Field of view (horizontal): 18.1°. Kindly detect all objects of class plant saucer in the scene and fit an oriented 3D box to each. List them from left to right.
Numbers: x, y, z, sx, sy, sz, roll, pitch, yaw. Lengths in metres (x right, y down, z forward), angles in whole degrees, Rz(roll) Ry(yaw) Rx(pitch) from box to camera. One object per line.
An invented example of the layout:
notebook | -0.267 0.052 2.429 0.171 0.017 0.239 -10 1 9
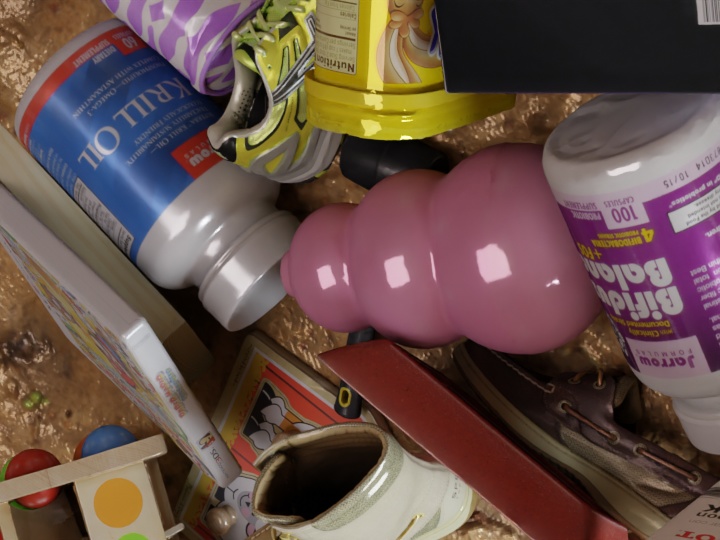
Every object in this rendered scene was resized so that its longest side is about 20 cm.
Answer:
plant saucer | 0.080 0.113 1.358 0.199 0.200 0.037 40 90 18

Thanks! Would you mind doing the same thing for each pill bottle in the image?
pill bottle | -0.122 -0.060 1.469 0.200 0.112 0.112 45 125 13
pill bottle | 0.186 -0.001 1.257 0.112 0.112 0.201 -9 118 36

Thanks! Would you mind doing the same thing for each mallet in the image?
mallet | 0.000 0.000 1.448 0.066 0.041 0.201 31 121 23

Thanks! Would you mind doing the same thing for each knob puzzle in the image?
knob puzzle | -0.035 0.169 1.537 0.219 0.030 0.221 12 111 31

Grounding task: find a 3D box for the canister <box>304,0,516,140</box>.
canister | 0.034 -0.189 1.295 0.086 0.148 0.201 14 112 33

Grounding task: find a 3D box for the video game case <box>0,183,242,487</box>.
video game case | -0.171 0.039 1.494 0.200 0.023 0.182 39 164 38

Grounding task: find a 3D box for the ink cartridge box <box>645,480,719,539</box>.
ink cartridge box | 0.257 0.162 1.224 0.146 0.200 0.083 8 109 32

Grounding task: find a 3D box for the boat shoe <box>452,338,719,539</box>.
boat shoe | 0.144 0.093 1.373 0.200 0.072 0.072 40 94 27

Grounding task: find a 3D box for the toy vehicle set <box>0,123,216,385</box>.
toy vehicle set | -0.182 -0.012 1.528 0.027 0.124 0.200 -43 76 -6

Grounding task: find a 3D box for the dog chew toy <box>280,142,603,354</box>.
dog chew toy | 0.048 -0.007 1.343 0.199 0.125 0.125 -7 102 20

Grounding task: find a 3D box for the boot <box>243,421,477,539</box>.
boot | -0.039 0.161 1.424 0.199 0.155 0.072 -29 66 15

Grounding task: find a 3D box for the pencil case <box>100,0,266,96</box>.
pencil case | -0.136 -0.201 1.455 0.085 0.084 0.200 -44 75 -9

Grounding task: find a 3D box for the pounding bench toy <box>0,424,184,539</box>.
pounding bench toy | -0.193 0.197 1.588 0.200 0.123 0.157 145 108 -75

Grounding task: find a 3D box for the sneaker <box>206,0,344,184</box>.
sneaker | -0.033 -0.147 1.382 0.075 0.076 0.201 33 112 45

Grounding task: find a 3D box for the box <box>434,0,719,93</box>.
box | 0.160 -0.146 1.225 0.199 0.141 0.079 3 111 34
